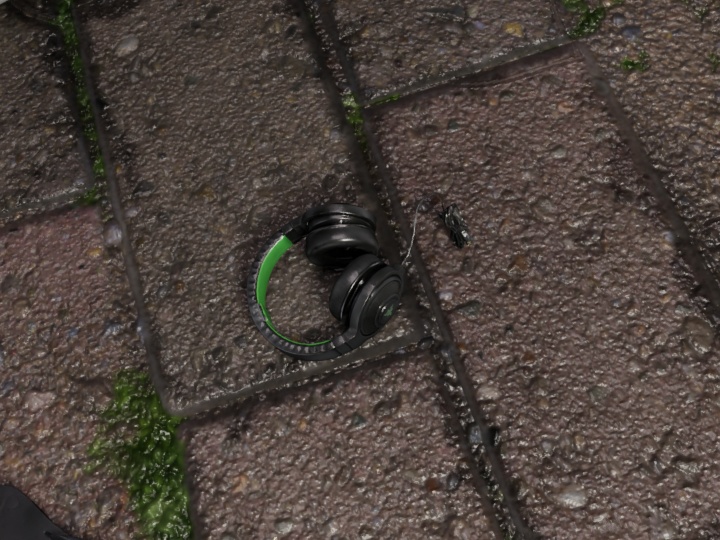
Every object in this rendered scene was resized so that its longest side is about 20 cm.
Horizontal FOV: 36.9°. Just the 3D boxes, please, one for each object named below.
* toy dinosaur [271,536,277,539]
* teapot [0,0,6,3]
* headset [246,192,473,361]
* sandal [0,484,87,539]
[{"bbox_3d":[-0.082,0.305,0.775,0.100,0.058,0.203,-8,67,-16],"label":"toy dinosaur"},{"bbox_3d":[-0.400,-0.370,1.119,0.195,0.202,0.146,-18,15,30],"label":"teapot"},{"bbox_3d":[0.000,0.000,0.930,0.198,0.094,0.125,-29,65,7],"label":"headset"},{"bbox_3d":[-0.228,0.232,0.826,0.198,0.043,0.077,24,66,17],"label":"sandal"}]
